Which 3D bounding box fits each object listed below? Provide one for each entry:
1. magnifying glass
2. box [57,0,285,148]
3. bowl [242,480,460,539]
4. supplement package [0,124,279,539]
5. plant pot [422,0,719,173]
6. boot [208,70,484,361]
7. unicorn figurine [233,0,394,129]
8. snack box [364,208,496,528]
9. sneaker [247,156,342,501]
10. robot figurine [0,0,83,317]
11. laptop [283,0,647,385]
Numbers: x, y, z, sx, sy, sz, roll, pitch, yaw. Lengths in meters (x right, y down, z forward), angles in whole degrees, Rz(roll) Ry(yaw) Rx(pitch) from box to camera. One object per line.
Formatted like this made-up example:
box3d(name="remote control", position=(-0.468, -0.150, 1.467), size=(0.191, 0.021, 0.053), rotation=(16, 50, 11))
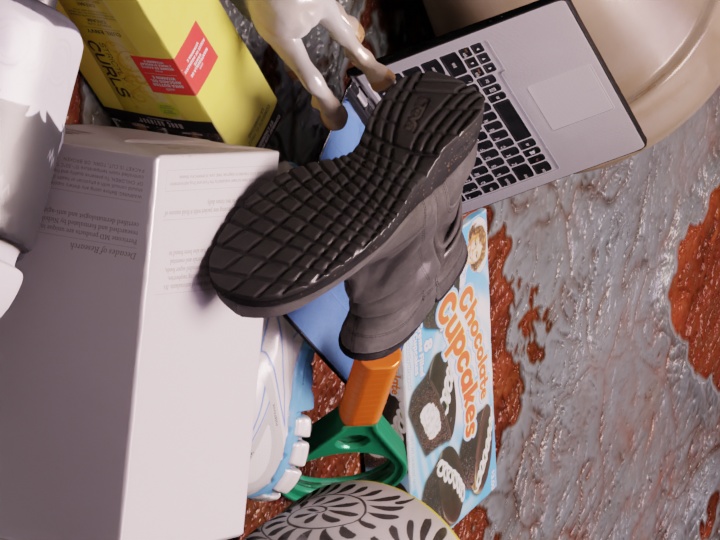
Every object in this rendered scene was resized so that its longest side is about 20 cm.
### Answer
box3d(name="magnifying glass", position=(-0.004, 0.090, 1.700), size=(0.200, 0.079, 0.023), rotation=(109, -24, -63))
box3d(name="box", position=(-0.111, -0.125, 1.501), size=(0.050, 0.075, 0.200), rotation=(-64, 149, -25))
box3d(name="bowl", position=(-0.030, 0.218, 1.645), size=(0.094, 0.200, 0.202), rotation=(6, 94, -50))
box3d(name="supplement package", position=(-0.128, 0.033, 1.471), size=(0.121, 0.119, 0.201), rotation=(-5, 103, -62))
box3d(name="plant pot", position=(0.113, -0.187, 1.778), size=(0.174, 0.199, 0.201), rotation=(49, 56, -44))
box3d(name="boot", position=(0.000, 0.000, 1.504), size=(0.200, 0.070, 0.132), rotation=(-37, 146, -36))
box3d(name="unicorn figurine", position=(-0.036, -0.146, 1.526), size=(0.074, 0.200, 0.138), rotation=(-46, 121, -16))
box3d(name="snack box", position=(0.043, 0.070, 1.880), size=(0.116, 0.037, 0.201), rotation=(-37, 129, -52))
box3d(name="sneaker", position=(-0.065, 0.036, 1.641), size=(0.086, 0.075, 0.201), rotation=(-7, 105, -54))
box3d(name="robot figurine", position=(-0.197, -0.064, 1.317), size=(0.150, 0.125, 0.201), rotation=(16, 83, -18))
box3d(name="laptop", position=(0.058, -0.033, 1.642), size=(0.187, 0.199, 0.116), rotation=(50, 23, -60))
